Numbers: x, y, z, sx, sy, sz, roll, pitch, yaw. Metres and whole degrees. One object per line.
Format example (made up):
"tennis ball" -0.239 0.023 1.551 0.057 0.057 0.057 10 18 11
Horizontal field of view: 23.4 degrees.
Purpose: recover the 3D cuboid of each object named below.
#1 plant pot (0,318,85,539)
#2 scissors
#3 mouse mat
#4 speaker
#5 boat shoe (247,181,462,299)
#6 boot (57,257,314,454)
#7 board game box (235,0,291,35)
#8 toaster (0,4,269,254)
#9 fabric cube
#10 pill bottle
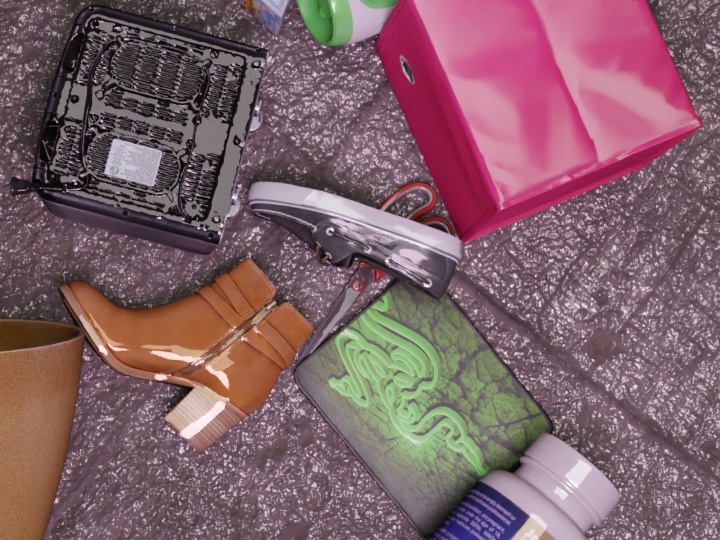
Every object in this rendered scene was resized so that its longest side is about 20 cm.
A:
"plant pot" -0.323 0.151 1.450 0.185 0.186 0.201 0 97 -6
"scissors" 0.000 0.000 1.575 0.200 0.014 0.073 -38 90 -9
"mouse mat" 0.058 0.118 1.560 0.161 0.008 0.200 -40 90 -10
"speaker" 0.043 -0.270 1.565 0.199 0.088 0.089 -24 85 -21
"boat shoe" -0.010 -0.028 1.540 0.199 0.069 0.057 17 80 6
"boot" -0.152 0.042 1.524 0.200 0.074 0.155 45 81 -10
"board game box" -0.112 -0.325 1.585 0.199 0.062 0.201 7 80 -5
"toaster" -0.191 -0.120 1.517 0.199 0.119 0.182 14 80 -4
"fabric cube" 0.148 -0.162 1.520 0.199 0.196 0.200 -22 86 -9
"pill bottle" 0.127 0.243 1.497 0.120 0.120 0.200 41 80 1
